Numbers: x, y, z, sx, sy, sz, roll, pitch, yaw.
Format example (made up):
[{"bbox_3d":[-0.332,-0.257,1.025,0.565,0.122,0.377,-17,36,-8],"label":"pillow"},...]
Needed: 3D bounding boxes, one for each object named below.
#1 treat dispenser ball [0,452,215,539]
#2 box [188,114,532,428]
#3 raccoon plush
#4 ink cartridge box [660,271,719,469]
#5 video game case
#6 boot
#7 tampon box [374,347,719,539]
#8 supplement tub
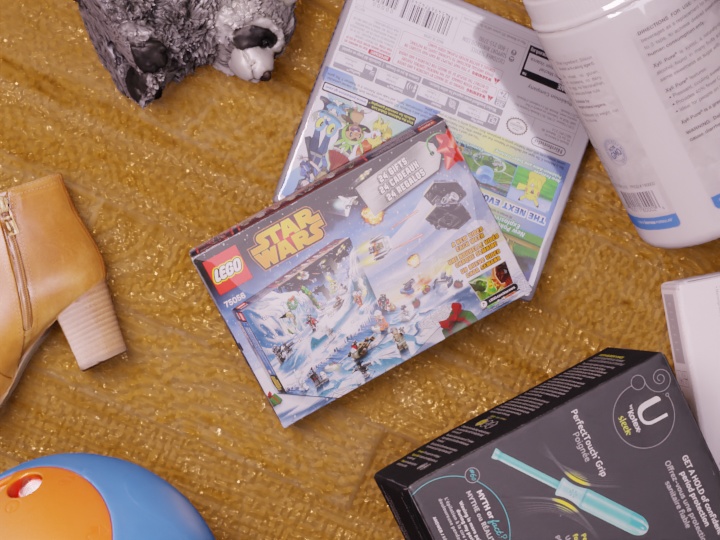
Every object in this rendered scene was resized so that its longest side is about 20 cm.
[{"bbox_3d":[-0.184,0.219,1.410,0.200,0.201,0.202,0,90,-10],"label":"treat dispenser ball"},{"bbox_3d":[0.000,0.000,1.507,0.199,0.040,0.137,-28,102,-2],"label":"box"},{"bbox_3d":[-0.127,-0.208,1.483,0.134,0.097,0.201,-30,94,-17],"label":"raccoon plush"},{"bbox_3d":[0.321,0.092,1.578,0.175,0.045,0.201,-10,92,-9],"label":"ink cartridge box"},{"bbox_3d":[0.060,-0.098,1.546,0.199,0.022,0.183,21,86,-10],"label":"video game case"},{"bbox_3d":[-0.268,0.027,1.470,0.200,0.071,0.145,-25,88,-12],"label":"boot"},{"bbox_3d":[0.137,0.163,1.504,0.199,0.126,0.150,-26,94,-10],"label":"tampon box"},{"bbox_3d":[0.211,-0.129,1.501,0.132,0.132,0.201,-31,106,-9],"label":"supplement tub"}]
